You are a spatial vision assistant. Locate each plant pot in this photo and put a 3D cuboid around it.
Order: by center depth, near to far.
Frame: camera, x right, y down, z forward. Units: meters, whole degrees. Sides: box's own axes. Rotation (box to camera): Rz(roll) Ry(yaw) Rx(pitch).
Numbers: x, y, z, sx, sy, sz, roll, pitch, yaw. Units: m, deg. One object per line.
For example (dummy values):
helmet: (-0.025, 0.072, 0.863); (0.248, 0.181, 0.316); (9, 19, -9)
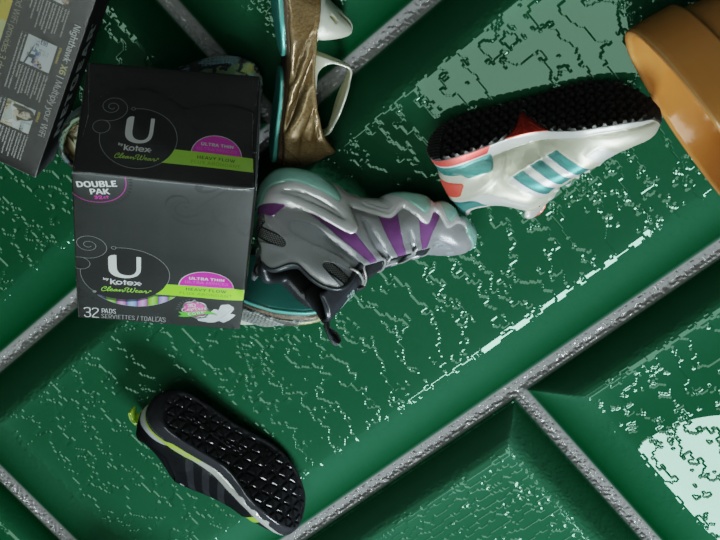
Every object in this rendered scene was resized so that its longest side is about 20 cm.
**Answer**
plant pot: (0.318, -0.143, 1.103); (0.140, 0.200, 0.200); (-34, 105, 6)

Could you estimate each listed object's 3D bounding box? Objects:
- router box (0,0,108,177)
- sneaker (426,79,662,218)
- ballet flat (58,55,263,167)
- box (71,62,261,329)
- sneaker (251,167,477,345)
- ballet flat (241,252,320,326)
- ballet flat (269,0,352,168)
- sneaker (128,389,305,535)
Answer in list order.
router box: (-0.322, -0.205, 1.262); (0.157, 0.052, 0.200); (25, 116, -2)
sneaker: (0.162, -0.097, 1.222); (0.199, 0.070, 0.094); (-12, 129, 13)
ballet flat: (-0.180, -0.132, 1.260); (0.199, 0.074, 0.074); (-20, 109, 18)
box: (-0.164, -0.059, 1.204); (0.148, 0.125, 0.200); (4, 143, -7)
sneaker: (0.000, 0.000, 1.232); (0.199, 0.140, 0.078); (10, 159, -8)
ballet flat: (-0.124, 0.015, 1.327); (0.199, 0.072, 0.072); (18, 116, 3)
ballet flat: (-0.043, -0.182, 1.219); (0.072, 0.068, 0.201); (-4, 115, -10)
sneaker: (-0.142, 0.191, 1.415); (0.200, 0.072, 0.083); (42, 139, -9)
